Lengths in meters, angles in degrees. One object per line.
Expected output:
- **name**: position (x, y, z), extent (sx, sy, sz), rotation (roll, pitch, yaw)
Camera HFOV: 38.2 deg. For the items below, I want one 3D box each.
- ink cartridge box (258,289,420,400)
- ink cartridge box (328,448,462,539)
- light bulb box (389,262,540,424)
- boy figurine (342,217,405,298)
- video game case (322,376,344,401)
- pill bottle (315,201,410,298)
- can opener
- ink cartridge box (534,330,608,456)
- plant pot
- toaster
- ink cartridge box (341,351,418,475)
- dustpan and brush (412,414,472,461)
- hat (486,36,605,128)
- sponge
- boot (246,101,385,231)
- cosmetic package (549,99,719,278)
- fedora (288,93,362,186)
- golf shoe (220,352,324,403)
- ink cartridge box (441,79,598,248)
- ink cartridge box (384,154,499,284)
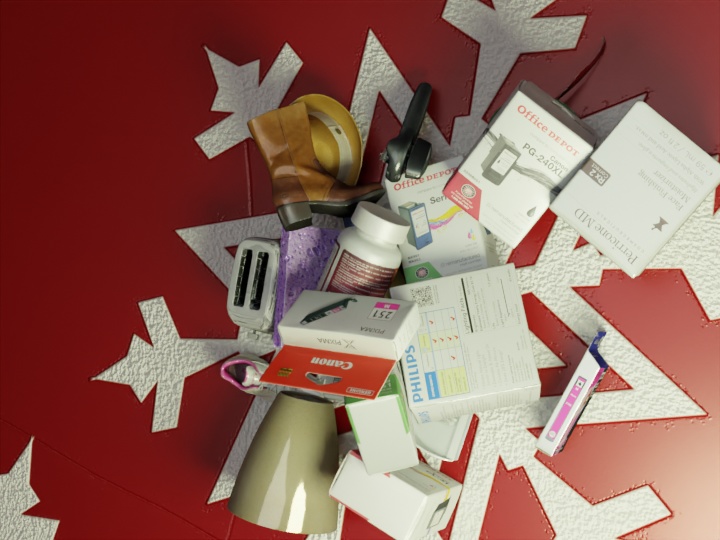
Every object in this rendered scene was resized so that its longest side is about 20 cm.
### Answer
- **ink cartridge box**: position (-0.034, 0.104, 1.528), extent (0.198, 0.174, 0.044), rotation (5, 128, 27)
- **ink cartridge box**: position (0.059, 0.346, 1.632), extent (0.147, 0.200, 0.086), rotation (26, 95, 21)
- **light bulb box**: position (0.161, 0.115, 1.607), extent (0.198, 0.125, 0.200), rotation (-11, 69, 5)
- **boy figurine**: position (0.017, -0.033, 1.752), extent (0.124, 0.064, 0.202), rotation (-30, 71, 26)
- **video game case**: position (0.048, 0.134, 1.720), extent (0.198, 0.023, 0.184), rotation (4, 67, 23)
- **pill bottle**: position (0.000, 0.000, 1.658), extent (0.109, 0.109, 0.202), rotation (30, 106, 21)
- **can opener**: position (0.083, -0.225, 1.711), extent (0.078, 0.064, 0.201), rotation (19, 55, -5)
- **ink cartridge box**: position (0.334, 0.188, 1.590), extent (0.037, 0.095, 0.202), rotation (27, 96, 21)
- **plant pot**: position (-0.108, 0.307, 1.712), extent (0.185, 0.187, 0.202), rotation (12, 89, 22)
- **toaster**: position (-0.147, 0.020, 1.774), extent (0.113, 0.129, 0.202), rotation (11, 90, 32)
- **ink cartridge box**: position (0.026, 0.180, 1.565), extent (0.083, 0.201, 0.147), rotation (-13, 125, 5)
- **dustpan and brush**: position (0.083, 0.215, 1.705), extent (0.198, 0.057, 0.141), rotation (16, 84, 33)
- **hat**: position (0.317, -0.235, 1.673), extent (0.199, 0.176, 0.167), rotation (-20, 107, 37)
- **sponge**: position (-0.086, 0.029, 1.721), extent (0.030, 0.111, 0.203), rotation (1, 86, 53)
- **boot**: position (-0.071, -0.180, 1.702), extent (0.186, 0.069, 0.202), rotation (-17, 75, -6)
- **cosmetic package**: position (0.409, -0.116, 1.538), extent (0.165, 0.165, 0.201), rotation (41, 101, 12)
- **fedora**: position (-0.089, -0.202, 1.778), extent (0.199, 0.081, 0.203), rotation (7, 101, 35)
- **golf shoe**: position (-0.153, 0.198, 1.791), extent (0.198, 0.091, 0.076), rotation (15, 90, 21)
- **ink cartridge box**: position (0.239, -0.161, 1.563), extent (0.145, 0.083, 0.201), rotation (37, 116, 1)
- **ink cartridge box**: position (0.135, -0.069, 1.697), extent (0.144, 0.087, 0.202), rotation (-15, 78, 20)
